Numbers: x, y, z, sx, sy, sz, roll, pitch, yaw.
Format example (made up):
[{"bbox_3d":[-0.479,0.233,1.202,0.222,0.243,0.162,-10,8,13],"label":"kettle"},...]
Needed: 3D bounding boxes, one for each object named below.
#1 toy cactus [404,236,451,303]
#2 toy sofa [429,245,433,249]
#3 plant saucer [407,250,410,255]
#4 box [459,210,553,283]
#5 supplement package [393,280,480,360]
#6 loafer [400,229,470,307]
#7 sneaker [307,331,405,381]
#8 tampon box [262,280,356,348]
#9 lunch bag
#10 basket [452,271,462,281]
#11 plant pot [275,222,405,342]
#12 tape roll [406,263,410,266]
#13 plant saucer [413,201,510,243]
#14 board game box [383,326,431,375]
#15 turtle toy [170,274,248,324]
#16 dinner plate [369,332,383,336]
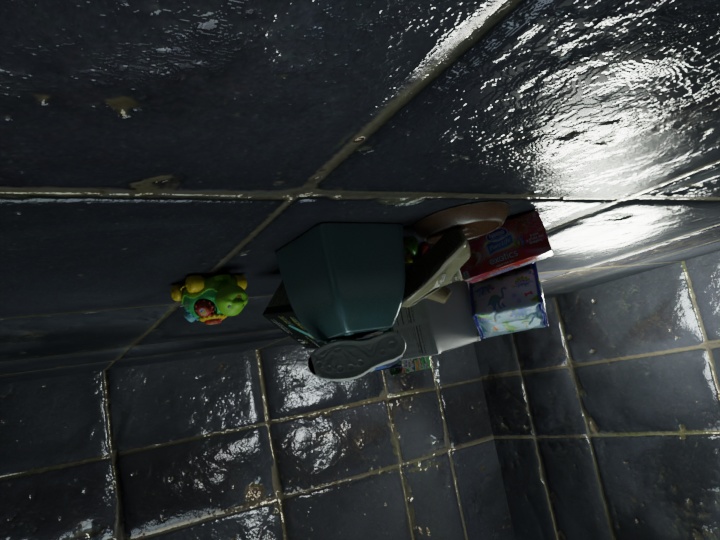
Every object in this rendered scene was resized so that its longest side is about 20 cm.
[{"bbox_3d":[0.116,0.018,1.235,0.102,0.165,0.201,-39,153,-54],"label":"toy cactus"},{"bbox_3d":[0.268,-0.041,1.405,0.199,0.098,0.083,-13,-168,12],"label":"toy sofa"},{"bbox_3d":[0.000,0.000,1.435,0.199,0.037,0.199,-6,168,-27],"label":"plant saucer"},{"bbox_3d":[0.315,-0.048,1.281,0.199,0.096,0.100,-21,168,18],"label":"box"},{"bbox_3d":[0.178,0.116,1.384,0.111,0.157,0.200,-17,173,39],"label":"supplement package"},{"bbox_3d":[0.143,0.009,1.138,0.200,0.076,0.068,-43,129,17],"label":"loafer"},{"bbox_3d":[-0.009,0.179,1.159,0.199,0.081,0.147,-14,166,-11],"label":"sneaker"},{"bbox_3d":[-0.098,0.089,1.333,0.150,0.127,0.200,42,151,-26],"label":"tampon box"},{"bbox_3d":[0.357,0.046,1.417,0.169,0.201,0.128,-11,134,18],"label":"lunch bag"},{"bbox_3d":[0.207,0.058,1.668,0.199,0.136,0.123,-13,167,13],"label":"basket"},{"bbox_3d":[-0.029,0.032,1.137,0.195,0.201,0.196,-2,166,-35],"label":"plant pot"},{"bbox_3d":[0.053,0.028,1.404,0.199,0.048,0.200,-10,170,-2],"label":"tape roll"},{"bbox_3d":[0.208,-0.091,1.176,0.199,0.035,0.200,-11,169,-2],"label":"plant saucer"},{"bbox_3d":[0.107,0.146,1.400,0.029,0.201,0.134,-17,167,39],"label":"board game box"},{"bbox_3d":[-0.321,0.064,1.279,0.145,0.102,0.200,-1,165,-42],"label":"turtle toy"},{"bbox_3d":[0.064,0.080,1.510,0.199,0.201,0.024,-12,145,10],"label":"dinner plate"}]
